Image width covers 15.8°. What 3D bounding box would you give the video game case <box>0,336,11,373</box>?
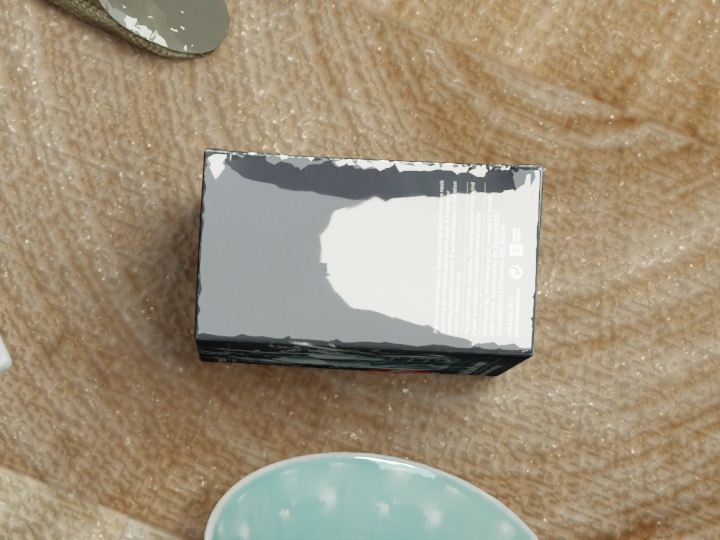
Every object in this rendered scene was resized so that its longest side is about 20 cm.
[{"bbox_3d":[-0.324,0.007,1.506,0.181,0.023,0.201,-26,78,-5],"label":"video game case"}]

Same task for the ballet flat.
[{"bbox_3d":[-0.171,-0.179,1.539,0.199,0.046,0.068,24,64,-5],"label":"ballet flat"}]

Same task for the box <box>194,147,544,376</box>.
[{"bbox_3d":[0.000,0.000,1.446,0.181,0.200,0.105,4,84,-2],"label":"box"}]

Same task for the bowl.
[{"bbox_3d":[0.004,0.203,1.444,0.200,0.201,0.105,11,122,-1],"label":"bowl"}]
